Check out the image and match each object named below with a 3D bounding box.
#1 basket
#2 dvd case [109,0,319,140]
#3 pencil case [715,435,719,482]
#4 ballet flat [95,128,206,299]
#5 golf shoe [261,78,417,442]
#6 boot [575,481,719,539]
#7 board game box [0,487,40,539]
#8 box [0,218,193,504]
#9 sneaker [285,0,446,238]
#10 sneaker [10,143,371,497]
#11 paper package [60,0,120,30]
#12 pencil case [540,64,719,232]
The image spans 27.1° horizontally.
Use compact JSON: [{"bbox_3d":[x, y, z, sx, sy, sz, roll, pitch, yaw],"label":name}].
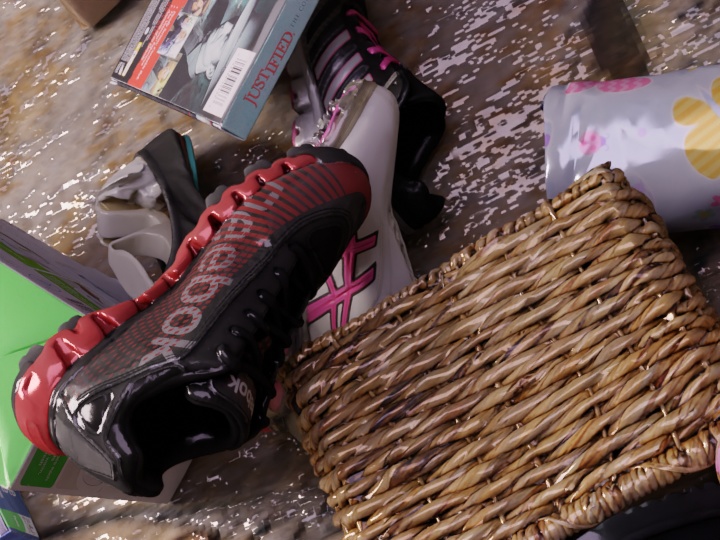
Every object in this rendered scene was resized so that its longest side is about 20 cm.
[{"bbox_3d":[0.085,0.079,0.699,0.199,0.143,0.150,-31,57,8],"label":"basket"},{"bbox_3d":[-0.079,-0.160,0.884,0.147,0.022,0.200,-62,29,-1],"label":"dvd case"},{"bbox_3d":[0.230,0.076,0.600,0.087,0.198,0.083,-58,48,30],"label":"pencil case"},{"bbox_3d":[-0.111,-0.026,0.836,0.068,0.069,0.200,-6,29,-17],"label":"ballet flat"},{"bbox_3d":[0.000,0.000,0.783,0.091,0.073,0.202,14,112,3],"label":"golf shoe"},{"bbox_3d":[0.181,0.173,0.607,0.077,0.198,0.169,-58,45,43],"label":"boot"},{"bbox_3d":[-0.293,0.123,0.923,0.135,0.034,0.201,-37,59,7],"label":"board game box"},{"bbox_3d":[-0.193,0.033,0.812,0.199,0.176,0.097,29,89,21],"label":"box"},{"bbox_3d":[0.007,-0.103,0.853,0.086,0.074,0.203,-12,70,21],"label":"sneaker"},{"bbox_3d":[-0.058,0.025,0.675,0.200,0.071,0.098,-42,50,-15],"label":"sneaker"},{"bbox_3d":[-0.169,-0.288,0.938,0.200,0.191,0.104,-42,59,3],"label":"paper package"},{"bbox_3d":[0.188,-0.060,0.740,0.198,0.091,0.084,-6,72,23],"label":"pencil case"}]
